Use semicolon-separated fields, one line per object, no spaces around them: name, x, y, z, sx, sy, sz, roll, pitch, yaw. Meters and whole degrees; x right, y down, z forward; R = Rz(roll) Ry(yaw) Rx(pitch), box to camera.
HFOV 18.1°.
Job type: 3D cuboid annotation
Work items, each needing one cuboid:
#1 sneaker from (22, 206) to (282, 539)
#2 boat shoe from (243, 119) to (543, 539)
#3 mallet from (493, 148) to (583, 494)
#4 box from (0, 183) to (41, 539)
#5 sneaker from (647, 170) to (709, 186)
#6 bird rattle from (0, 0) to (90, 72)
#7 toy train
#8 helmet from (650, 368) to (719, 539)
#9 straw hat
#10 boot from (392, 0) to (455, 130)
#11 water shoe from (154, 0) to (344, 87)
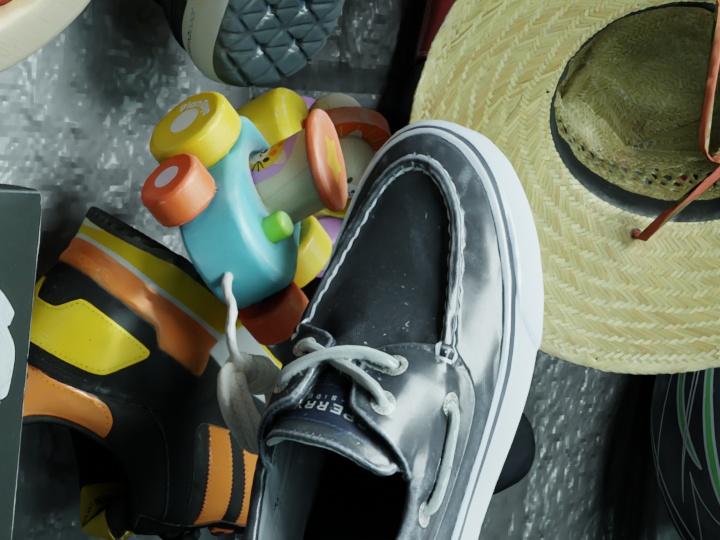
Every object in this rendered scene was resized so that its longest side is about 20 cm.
sneaker;-0.058;0.066;0.796;0.090;0.070;0.200;-51;132;-11
boat shoe;0.001;0.048;0.676;0.068;0.071;0.201;26;76;-59
mallet;0.068;0.006;0.898;0.066;0.041;0.201;0;117;-53
box;-0.184;0.067;0.598;0.148;0.124;0.201;0;98;-50
sneaker;0.169;-0.097;0.867;0.084;0.076;0.201;-53;167;-64
bird rattle;-0.121;-0.122;0.661;0.200;0.112;0.164;-45;144;-31
toy train;0.000;0.000;0.780;0.151;0.055;0.200;66;18;7
helmet;0.226;0.066;1.025;0.190;0.200;0.201;15;85;-32
straw hat;0.112;-0.063;0.804;0.085;0.200;0.202;-96;168;-60
boot;0.096;-0.080;0.939;0.199;0.072;0.145;16;85;-41
water shoe;-0.031;-0.158;0.726;0.071;0.079;0.201;-7;129;-41
